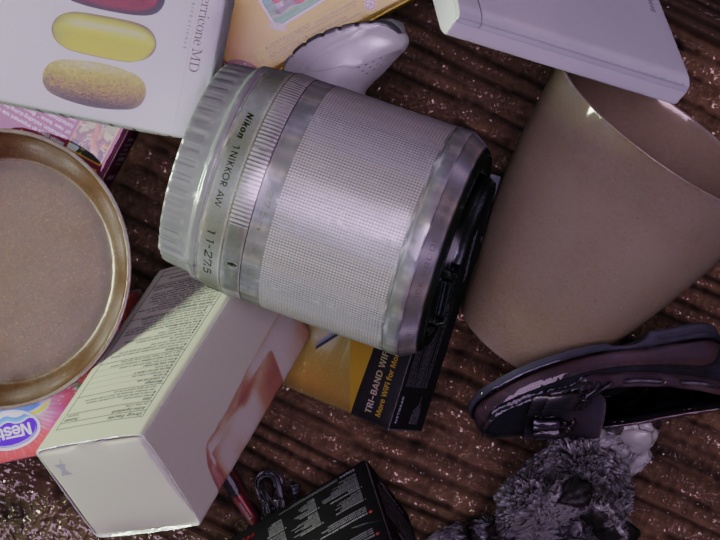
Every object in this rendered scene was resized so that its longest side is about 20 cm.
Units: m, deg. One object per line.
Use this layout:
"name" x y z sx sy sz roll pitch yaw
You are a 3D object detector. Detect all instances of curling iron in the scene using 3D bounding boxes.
"curling iron" -0.113 0.121 1.672 0.050 0.026 0.200 -39 91 -11

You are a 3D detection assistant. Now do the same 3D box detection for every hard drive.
"hard drive" 0.136 -0.195 1.560 0.199 0.132 0.027 14 133 -29

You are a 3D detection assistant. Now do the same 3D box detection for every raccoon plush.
"raccoon plush" 0.137 0.147 1.652 0.199 0.134 0.097 -7 139 24

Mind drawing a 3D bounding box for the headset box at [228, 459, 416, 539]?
"headset box" -0.022 0.255 1.585 0.149 0.200 0.077 -32 125 7

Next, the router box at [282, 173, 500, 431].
"router box" 0.000 0.000 1.610 0.157 0.052 0.201 19 95 32

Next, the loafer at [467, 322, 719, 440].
"loafer" 0.179 0.091 1.576 0.199 0.072 0.063 -15 61 -14

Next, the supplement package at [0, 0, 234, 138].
"supplement package" -0.196 -0.163 1.520 0.199 0.110 0.114 11 93 -1

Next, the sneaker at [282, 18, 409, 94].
"sneaker" -0.033 -0.109 1.580 0.200 0.074 0.087 -39 73 30

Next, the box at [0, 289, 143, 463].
"box" -0.255 0.087 1.624 0.199 0.095 0.103 -12 95 8

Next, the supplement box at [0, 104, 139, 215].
"supplement box" -0.234 -0.095 1.623 0.110 0.086 0.200 28 94 -1

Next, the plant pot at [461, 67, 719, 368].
"plant pot" 0.166 -0.025 1.595 0.187 0.187 0.200 35 110 -2

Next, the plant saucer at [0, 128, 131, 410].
"plant saucer" -0.257 0.000 1.557 0.199 0.034 0.201 -1 85 8

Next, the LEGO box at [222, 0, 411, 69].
"LEGO box" -0.039 -0.242 1.615 0.200 0.077 0.149 -28 94 3

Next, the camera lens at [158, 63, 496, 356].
"camera lens" -0.018 -0.042 1.475 0.199 0.160 0.161 19 94 8

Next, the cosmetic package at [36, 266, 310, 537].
"cosmetic package" -0.127 0.085 1.530 0.103 0.200 0.087 -9 123 35
